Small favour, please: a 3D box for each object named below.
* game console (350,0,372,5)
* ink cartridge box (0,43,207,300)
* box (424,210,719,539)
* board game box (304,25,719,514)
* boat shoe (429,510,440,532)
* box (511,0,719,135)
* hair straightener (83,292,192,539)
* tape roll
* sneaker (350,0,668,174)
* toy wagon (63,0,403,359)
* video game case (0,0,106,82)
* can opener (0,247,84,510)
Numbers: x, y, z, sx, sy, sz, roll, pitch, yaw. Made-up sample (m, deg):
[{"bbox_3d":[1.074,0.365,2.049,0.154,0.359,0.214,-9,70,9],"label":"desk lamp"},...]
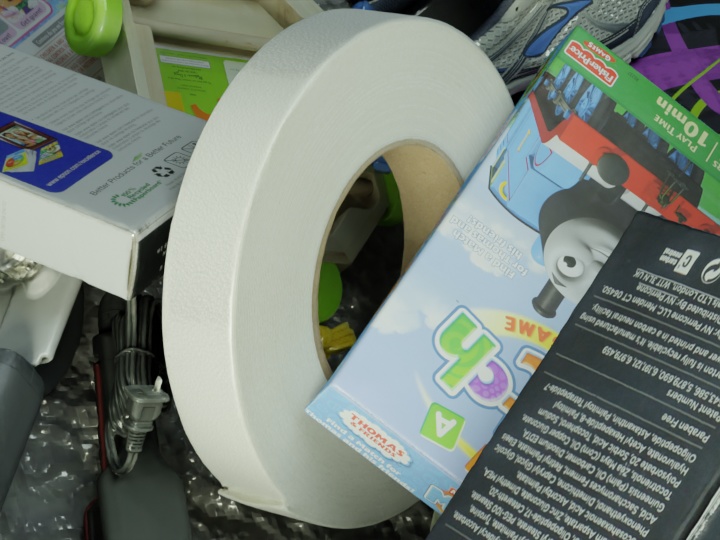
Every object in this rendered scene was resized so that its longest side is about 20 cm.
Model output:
[{"bbox_3d":[0.087,-0.140,1.143,0.176,0.116,0.201,17,38,-60],"label":"game console"},{"bbox_3d":[-0.146,-0.053,0.856,0.199,0.037,0.095,23,33,19],"label":"ink cartridge box"},{"bbox_3d":[0.133,0.122,0.733,0.200,0.124,0.197,37,83,-29],"label":"box"},{"bbox_3d":[0.092,0.022,0.852,0.151,0.037,0.201,37,60,-3],"label":"board game box"},{"bbox_3d":[0.091,0.074,0.928,0.074,0.066,0.200,19,56,16],"label":"boat shoe"},{"bbox_3d":[0.105,-0.101,1.019,0.142,0.036,0.201,1,49,1],"label":"box"},{"bbox_3d":[-0.078,0.060,0.836,0.041,0.077,0.201,10,49,-16],"label":"hair straightener"},{"bbox_3d":[0.000,0.000,0.861,0.037,0.204,0.202,11,32,35],"label":"tape roll"},{"bbox_3d":[0.068,-0.119,0.957,0.199,0.086,0.077,-35,58,-27],"label":"sneaker"},{"bbox_3d":[-0.048,-0.049,0.956,0.154,0.040,0.202,5,62,-39],"label":"toy wagon"},{"bbox_3d":[-0.183,-0.092,0.945,0.182,0.024,0.200,37,45,4],"label":"video game case"},{"bbox_3d":[-0.138,0.056,0.817,0.067,0.052,0.201,60,36,-39],"label":"can opener"}]
